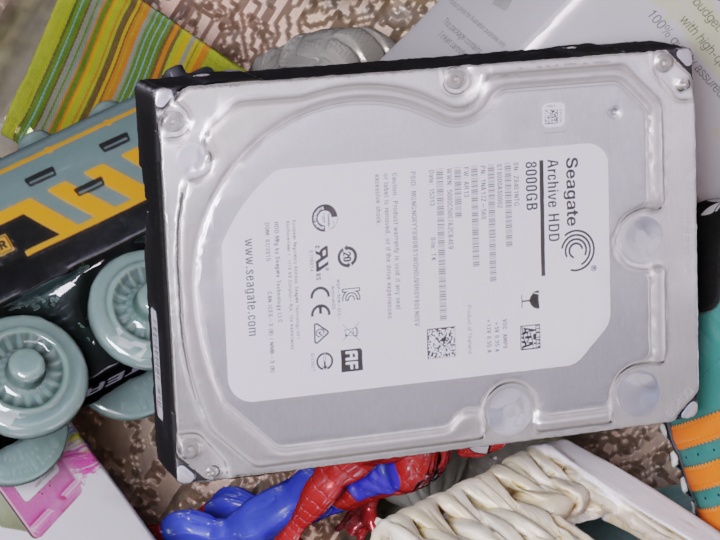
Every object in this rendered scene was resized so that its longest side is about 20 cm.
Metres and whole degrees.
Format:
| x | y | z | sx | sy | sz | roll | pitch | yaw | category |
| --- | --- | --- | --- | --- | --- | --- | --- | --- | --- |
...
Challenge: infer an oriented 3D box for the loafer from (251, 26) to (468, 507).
| x | y | z | sx | sy | sz | roll | pitch | yaw | category |
| --- | --- | --- | --- | --- | --- | --- | --- | --- | --- |
| 0.000 | 0.000 | 0.956 | 0.070 | 0.070 | 0.201 | -7 | 96 | 40 | loafer |

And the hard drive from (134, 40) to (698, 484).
| x | y | z | sx | sy | sz | roll | pitch | yaw | category |
| --- | --- | --- | --- | --- | --- | --- | --- | --- | --- |
| 0.024 | -0.005 | 0.817 | 0.199 | 0.038 | 0.141 | -5 | 102 | -18 | hard drive |

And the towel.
| x | y | z | sx | sy | sz | roll | pitch | yaw | category |
| --- | --- | --- | --- | --- | --- | --- | --- | --- | --- |
| -0.059 | -0.040 | 0.933 | 0.200 | 0.018 | 0.086 | 35 | 115 | 21 | towel |

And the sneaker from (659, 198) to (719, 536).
| x | y | z | sx | sy | sz | roll | pitch | yaw | category |
| --- | --- | --- | --- | --- | --- | --- | --- | --- | --- |
| 0.152 | 0.064 | 0.895 | 0.080 | 0.071 | 0.201 | 23 | 119 | 38 | sneaker |

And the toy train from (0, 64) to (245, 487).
| x | y | z | sx | sy | sz | roll | pitch | yaw | category |
| --- | --- | --- | --- | --- | --- | --- | --- | --- | --- |
| -0.100 | -0.003 | 0.856 | 0.199 | 0.085 | 0.114 | -28 | 78 | -22 | toy train |

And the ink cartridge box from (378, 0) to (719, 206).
| x | y | z | sx | sy | sz | roll | pitch | yaw | category |
| --- | --- | --- | --- | --- | --- | --- | --- | --- | --- |
| 0.120 | -0.083 | 0.903 | 0.200 | 0.083 | 0.145 | -45 | 120 | 3 | ink cartridge box |

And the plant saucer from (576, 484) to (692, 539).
| x | y | z | sx | sy | sz | roll | pitch | yaw | category |
| --- | --- | --- | --- | --- | --- | --- | --- | --- | --- |
| 0.145 | 0.190 | 0.955 | 0.200 | 0.039 | 0.202 | 0 | 90 | 5 | plant saucer |

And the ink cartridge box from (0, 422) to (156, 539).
| x | y | z | sx | sy | sz | roll | pitch | yaw | category |
| --- | --- | --- | --- | --- | --- | --- | --- | --- | --- |
| -0.169 | 0.109 | 0.919 | 0.200 | 0.085 | 0.144 | 55 | 136 | 3 | ink cartridge box |

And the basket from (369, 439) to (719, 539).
| x | y | z | sx | sy | sz | roll | pitch | yaw | category |
| --- | --- | --- | --- | --- | --- | --- | --- | --- | --- |
| 0.061 | 0.187 | 0.872 | 0.135 | 0.123 | 0.201 | 32 | 117 | 32 | basket |

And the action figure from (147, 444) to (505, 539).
| x | y | z | sx | sy | sz | roll | pitch | yaw | category |
| --- | --- | --- | --- | --- | --- | --- | --- | --- | --- |
| -0.018 | 0.092 | 0.914 | 0.200 | 0.065 | 0.052 | -31 | 79 | 33 | action figure |
